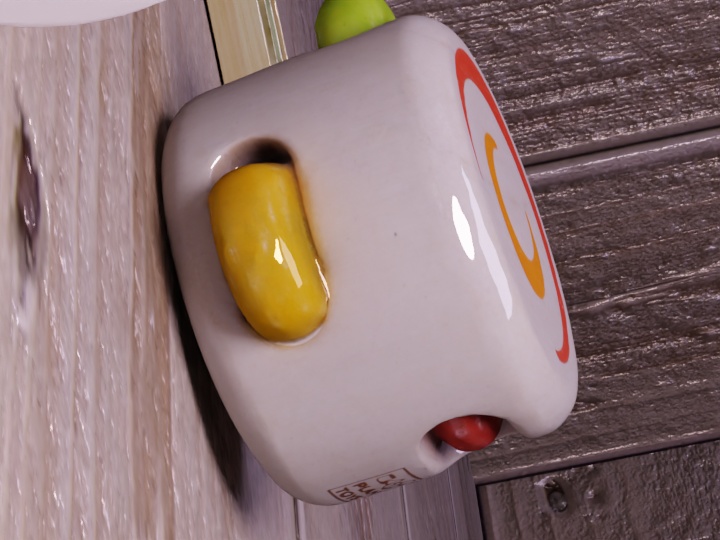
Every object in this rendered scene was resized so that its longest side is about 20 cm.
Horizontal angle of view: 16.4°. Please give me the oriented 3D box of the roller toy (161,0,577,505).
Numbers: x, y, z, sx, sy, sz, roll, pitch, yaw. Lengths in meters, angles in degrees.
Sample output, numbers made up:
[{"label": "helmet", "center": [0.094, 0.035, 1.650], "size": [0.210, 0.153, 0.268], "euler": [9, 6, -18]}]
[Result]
[{"label": "roller toy", "center": [0.000, 0.000, 1.031], "size": [0.200, 0.139, 0.183], "euler": [-90, 158, -59]}]

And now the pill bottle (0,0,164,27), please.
[{"label": "pill bottle", "center": [-0.074, -0.159, 0.537], "size": [0.120, 0.119, 0.201], "euler": [72, 7, -59]}]

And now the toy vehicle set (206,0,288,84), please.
[{"label": "toy vehicle set", "center": [-0.048, -0.068, 1.359], "size": [0.124, 0.026, 0.201], "euler": [-73, 152, -81]}]
